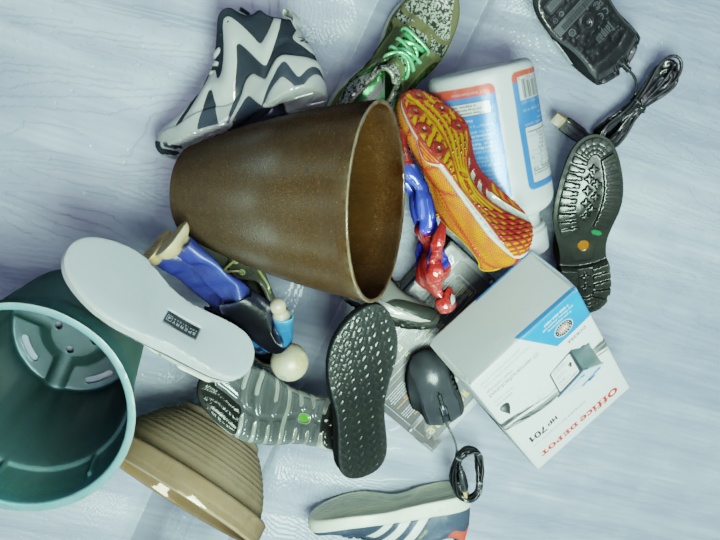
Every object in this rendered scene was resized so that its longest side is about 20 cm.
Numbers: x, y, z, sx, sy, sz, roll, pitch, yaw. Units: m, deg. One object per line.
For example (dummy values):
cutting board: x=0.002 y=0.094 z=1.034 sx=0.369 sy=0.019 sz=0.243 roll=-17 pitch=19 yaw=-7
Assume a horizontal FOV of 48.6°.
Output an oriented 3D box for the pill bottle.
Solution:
pill bottle: x=0.143 y=-0.114 z=0.849 sx=0.111 sy=0.112 sz=0.202 roll=-13 pitch=104 yaw=-4

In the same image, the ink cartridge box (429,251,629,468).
ink cartridge box: x=0.188 y=0.101 z=0.862 sx=0.146 sy=0.086 sz=0.200 roll=-42 pitch=130 yaw=-1

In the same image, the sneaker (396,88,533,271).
sneaker: x=0.088 y=-0.086 z=0.785 sx=0.073 sy=0.077 sz=0.201 roll=-26 pitch=83 yaw=-35

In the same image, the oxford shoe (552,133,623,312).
oxford shoe: x=0.242 y=-0.059 z=0.886 sx=0.072 sy=0.085 sz=0.202 roll=0 pitch=118 yaw=2

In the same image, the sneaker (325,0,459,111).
sneaker: x=0.040 y=-0.210 z=0.824 sx=0.077 sy=0.089 sz=0.201 roll=35 pitch=96 yaw=-13

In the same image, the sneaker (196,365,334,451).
sneaker: x=-0.102 y=0.156 z=0.875 sx=0.199 sy=0.115 sz=0.076 roll=24 pitch=73 yaw=-27

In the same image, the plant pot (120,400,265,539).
plant pot: x=-0.176 y=0.206 z=0.863 sx=0.200 sy=0.201 sz=0.093 roll=37 pitch=67 yaw=-14

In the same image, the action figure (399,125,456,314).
action figure: x=0.071 y=-0.053 z=0.850 sx=0.051 sy=0.065 sz=0.202 roll=-9 pitch=86 yaw=-17

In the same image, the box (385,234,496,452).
box: x=0.089 y=0.084 z=0.921 sx=0.158 sy=0.048 sz=0.200 roll=40 pitch=95 yaw=-15

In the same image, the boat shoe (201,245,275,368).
boat shoe: x=-0.134 y=0.015 z=0.869 sx=0.072 sy=0.060 sz=0.203 roll=-26 pitch=105 yaw=-1

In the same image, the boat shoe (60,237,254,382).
boat shoe: x=-0.196 y=0.045 z=0.756 sx=0.199 sy=0.070 sz=0.071 roll=33 pitch=57 yaw=-16

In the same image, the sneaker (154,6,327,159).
sneaker: x=-0.132 y=-0.199 z=0.818 sx=0.198 sy=0.079 sz=0.131 roll=-22 pitch=69 yaw=30

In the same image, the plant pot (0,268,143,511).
plant pot: x=-0.306 y=0.095 z=0.792 sx=0.198 sy=0.196 sz=0.202 roll=-1 pitch=108 yaw=-4

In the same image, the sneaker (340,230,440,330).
sneaker: x=0.000 y=0.000 z=0.854 sx=0.199 sy=0.074 sz=0.080 roll=31 pitch=84 yaw=11

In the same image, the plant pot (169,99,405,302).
plant pot: x=-0.075 y=-0.070 z=0.774 sx=0.198 sy=0.187 sz=0.189 roll=4 pitch=104 yaw=18

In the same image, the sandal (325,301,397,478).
sandal: x=-0.007 y=0.122 z=0.827 sx=0.075 sy=0.048 sz=0.202 roll=-6 pitch=115 yaw=-24

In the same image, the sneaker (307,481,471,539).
sneaker: x=0.037 y=0.313 z=0.954 sx=0.198 sy=0.075 sz=0.085 roll=-4 pitch=99 yaw=-6

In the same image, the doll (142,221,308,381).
doll: x=-0.124 y=0.038 z=0.793 sx=0.200 sy=0.136 sz=0.049 roll=45 pitch=58 yaw=-22

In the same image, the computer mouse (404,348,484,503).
computer mouse: x=0.100 y=0.181 z=0.903 sx=0.058 sy=0.034 sz=0.201 roll=-23 pitch=106 yaw=-3

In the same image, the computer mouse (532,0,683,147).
computer mouse: x=0.241 y=-0.227 z=0.873 sx=0.199 sy=0.046 sz=0.141 roll=34 pitch=101 yaw=-18
